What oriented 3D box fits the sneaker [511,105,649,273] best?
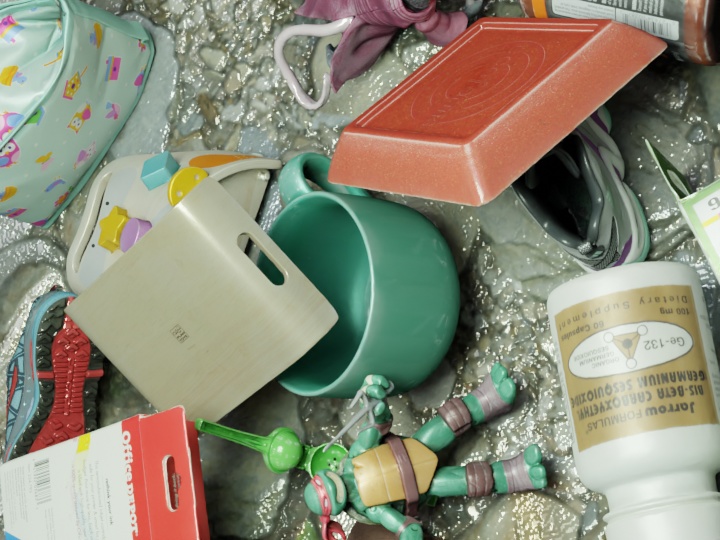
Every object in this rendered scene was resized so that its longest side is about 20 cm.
[{"bbox_3d":[0.143,-0.095,1.332,0.077,0.140,0.201,-33,68,18],"label":"sneaker"}]

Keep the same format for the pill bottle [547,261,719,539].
[{"bbox_3d":[0.204,0.104,1.279,0.113,0.114,0.202,-16,74,23],"label":"pill bottle"}]

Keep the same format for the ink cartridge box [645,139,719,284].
[{"bbox_3d":[0.281,-0.011,1.267,0.059,0.104,0.201,-32,67,17],"label":"ink cartridge box"}]

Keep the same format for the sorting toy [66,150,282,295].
[{"bbox_3d":[-0.183,-0.024,1.527,0.179,0.106,0.202,17,88,48],"label":"sorting toy"}]

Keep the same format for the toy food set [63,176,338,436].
[{"bbox_3d":[-0.124,0.032,1.369,0.144,0.060,0.200,47,130,-5],"label":"toy food set"}]

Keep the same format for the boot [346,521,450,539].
[{"bbox_3d":[0.033,0.296,1.369,0.166,0.072,0.202,26,94,41],"label":"boot"}]

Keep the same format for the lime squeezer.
[{"bbox_3d":[-0.042,0.151,1.406,0.198,0.071,0.038,20,101,-13],"label":"lime squeezer"}]

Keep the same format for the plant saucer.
[{"bbox_3d":[0.089,-0.127,1.307,0.199,0.037,0.199,-40,28,-22],"label":"plant saucer"}]

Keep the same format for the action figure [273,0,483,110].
[{"bbox_3d":[0.012,-0.219,1.396,0.149,0.200,0.134,-40,106,-18],"label":"action figure"}]

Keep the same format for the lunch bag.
[{"bbox_3d":[-0.278,-0.149,1.542,0.122,0.170,0.200,46,101,18],"label":"lunch bag"}]

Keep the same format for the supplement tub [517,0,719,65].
[{"bbox_3d":[0.191,-0.224,1.354,0.198,0.107,0.108,18,88,29],"label":"supplement tub"}]

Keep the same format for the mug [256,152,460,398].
[{"bbox_3d":[0.006,0.005,1.383,0.151,0.114,0.187,5,89,51],"label":"mug"}]

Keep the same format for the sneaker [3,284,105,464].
[{"bbox_3d":[-0.267,0.112,1.553,0.095,0.079,0.202,30,108,61],"label":"sneaker"}]

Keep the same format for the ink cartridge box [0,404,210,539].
[{"bbox_3d":[-0.182,0.183,1.376,0.199,0.067,0.117,-20,70,33],"label":"ink cartridge box"}]

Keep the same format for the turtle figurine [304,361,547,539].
[{"bbox_3d":[0.031,0.147,1.336,0.198,0.101,0.151,-18,92,-15],"label":"turtle figurine"}]
